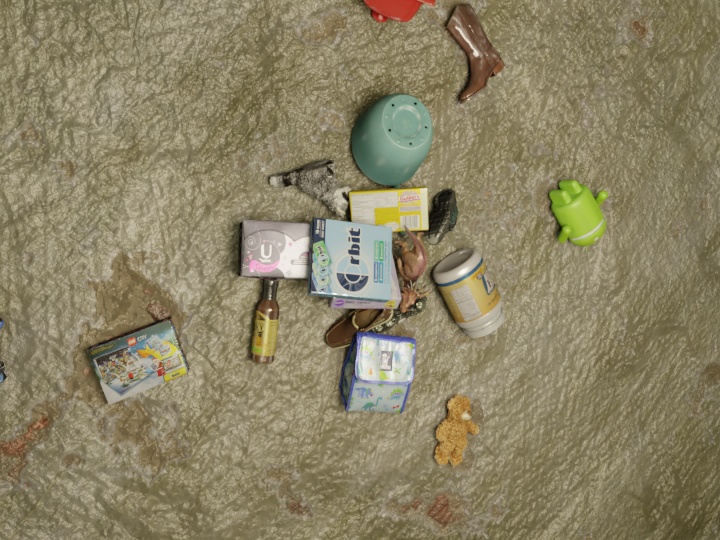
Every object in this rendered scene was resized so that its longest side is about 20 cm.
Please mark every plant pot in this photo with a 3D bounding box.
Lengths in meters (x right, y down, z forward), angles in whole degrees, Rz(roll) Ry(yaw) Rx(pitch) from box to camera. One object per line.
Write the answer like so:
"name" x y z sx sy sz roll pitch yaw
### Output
"plant pot" 0.089 -0.330 1.301 0.192 0.161 0.210 2 82 -15

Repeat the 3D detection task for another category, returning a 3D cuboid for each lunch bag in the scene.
"lunch bag" 0.047 0.258 1.384 0.163 0.128 0.207 7 112 -18

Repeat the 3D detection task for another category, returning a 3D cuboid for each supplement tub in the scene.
"supplement tub" 0.294 0.061 1.442 0.142 0.144 0.204 -32 105 -9

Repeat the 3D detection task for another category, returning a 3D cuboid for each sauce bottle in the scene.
"sauce bottle" -0.235 0.124 1.338 0.062 0.065 0.209 5 94 -16

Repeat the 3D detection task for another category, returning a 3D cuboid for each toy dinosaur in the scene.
"toy dinosaur" 0.134 -0.007 1.316 0.082 0.138 0.206 -4 128 -9

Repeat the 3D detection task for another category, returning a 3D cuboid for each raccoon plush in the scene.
"raccoon plush" -0.117 -0.193 1.341 0.192 0.098 0.139 -6 115 15

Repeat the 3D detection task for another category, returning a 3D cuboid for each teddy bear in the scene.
"teddy bear" 0.274 0.463 1.527 0.142 0.067 0.205 29 89 -20

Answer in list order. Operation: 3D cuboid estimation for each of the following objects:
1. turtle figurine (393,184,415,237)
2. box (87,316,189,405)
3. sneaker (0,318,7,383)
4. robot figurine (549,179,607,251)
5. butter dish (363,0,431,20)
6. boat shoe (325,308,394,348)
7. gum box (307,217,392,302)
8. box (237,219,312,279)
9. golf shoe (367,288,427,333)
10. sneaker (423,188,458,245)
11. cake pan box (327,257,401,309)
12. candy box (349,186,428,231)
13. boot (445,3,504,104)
"turtle figurine" 0.093 -0.159 1.384 0.191 0.101 0.157 -6 96 -9
"box" -0.524 0.213 1.276 0.193 0.038 0.142 -20 102 -13
"sneaker" -0.816 0.200 1.177 0.087 0.078 0.206 19 99 -24
"robot figurine" 0.621 -0.159 1.525 0.175 0.115 0.202 -41 106 -10
"butter dish" 0.071 -0.674 1.293 0.193 0.149 0.206 17 51 -18
"boat shoe" -0.012 0.132 1.369 0.198 0.075 0.076 -33 71 10
"gum box" -0.023 -0.022 1.251 0.192 0.044 0.178 6 77 -17
"box" -0.195 -0.047 1.293 0.192 0.114 0.138 2 89 -16
"golf shoe" 0.089 0.116 1.423 0.193 0.088 0.080 -21 75 12
"sneaker" 0.221 -0.128 1.397 0.081 0.073 0.203 58 41 -31
"cake pan box" 0.000 0.000 1.342 0.177 0.053 0.206 5 52 -17
"candy box" 0.070 -0.149 1.324 0.191 0.027 0.107 -2 108 6
"boot" 0.271 -0.569 1.398 0.187 0.064 0.202 -47 111 -20
